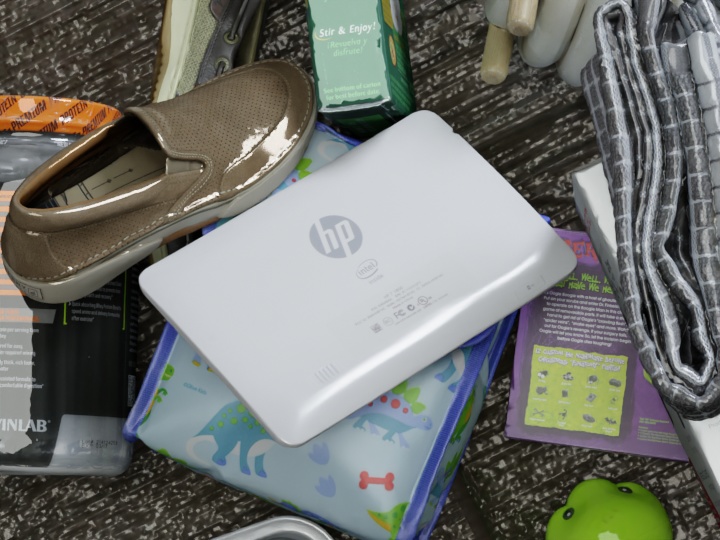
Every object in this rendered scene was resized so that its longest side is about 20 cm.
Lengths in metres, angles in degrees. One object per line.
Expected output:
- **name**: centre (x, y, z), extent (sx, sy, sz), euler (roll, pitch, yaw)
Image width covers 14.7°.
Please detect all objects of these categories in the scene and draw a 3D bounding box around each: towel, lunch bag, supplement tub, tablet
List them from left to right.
- **supplement tub**: centre (-0.180, 0.010, 1.515), extent (0.122, 0.123, 0.201), euler (2, 84, 5)
- **lunch bag**: centre (-0.010, 0.032, 1.498), extent (0.170, 0.127, 0.200), euler (22, 83, 8)
- **tablet**: centre (0.000, 0.000, 1.441), extent (0.200, 0.014, 0.130), euler (-31, 63, -27)
- **towel**: centre (0.153, -0.032, 1.298), extent (0.085, 0.166, 0.200), euler (-12, 82, 9)

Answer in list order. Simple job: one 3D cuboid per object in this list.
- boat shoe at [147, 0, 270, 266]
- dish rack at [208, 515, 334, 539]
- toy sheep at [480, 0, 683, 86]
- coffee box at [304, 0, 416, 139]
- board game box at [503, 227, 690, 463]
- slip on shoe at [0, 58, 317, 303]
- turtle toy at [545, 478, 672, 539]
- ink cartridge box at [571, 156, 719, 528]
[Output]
- **boat shoe**: centre (-0.081, -0.088, 1.540), extent (0.065, 0.073, 0.201), euler (4, 84, 8)
- **dish rack**: centre (-0.066, 0.247, 1.501), extent (0.171, 0.044, 0.200), euler (-21, 91, 12)
- **toy sheep**: centre (0.135, -0.156, 1.502), extent (0.200, 0.138, 0.138), euler (16, 86, -9)
- **coffee box**: centre (-0.007, -0.178, 1.519), extent (0.044, 0.123, 0.201), euler (-8, 85, 7)
- **board game box**: centre (0.184, 0.046, 1.528), extent (0.199, 0.032, 0.120), euler (8, 88, 5)
- **slip on shoe**: centre (-0.103, -0.060, 1.447), extent (0.200, 0.061, 0.076), euler (-32, 54, -23)
- **turtle toy**: centre (0.159, 0.201, 1.466), extent (0.145, 0.101, 0.200), euler (-23, 54, -8)
- **ink cartridge box**: centre (0.184, 0.028, 1.444), extent (0.083, 0.145, 0.200), euler (-25, 82, 2)
